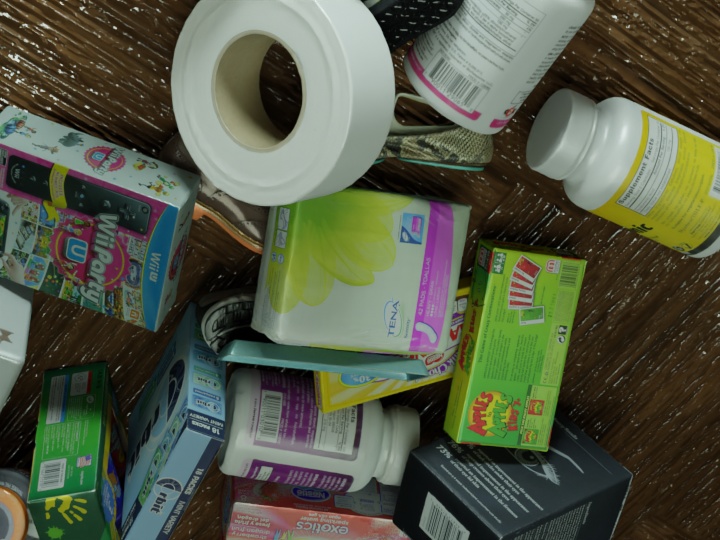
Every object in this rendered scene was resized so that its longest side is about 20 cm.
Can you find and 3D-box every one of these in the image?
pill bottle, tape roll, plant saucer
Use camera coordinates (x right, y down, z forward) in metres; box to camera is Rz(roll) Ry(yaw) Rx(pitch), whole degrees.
[{"bbox_3d":[0.136,-0.230,1.490,0.113,0.114,0.200,27,119,-21],"label":"pill bottle"},{"bbox_3d":[-0.069,-0.160,1.477,0.201,0.071,0.204,7,103,34],"label":"tape roll"},{"bbox_3d":[0.261,-0.097,1.596,0.199,0.112,0.112,23,120,-19],"label":"pill bottle"},{"bbox_3d":[-0.043,0.170,1.755,0.198,0.113,0.113,10,124,-11],"label":"pill bottle"},{"bbox_3d":[-0.036,0.087,1.626,0.198,0.070,0.019,6,81,-14],"label":"plant saucer"},{"bbox_3d":[-0.364,0.255,1.725,0.105,0.200,0.107,0,84,-4],"label":"pill bottle"}]

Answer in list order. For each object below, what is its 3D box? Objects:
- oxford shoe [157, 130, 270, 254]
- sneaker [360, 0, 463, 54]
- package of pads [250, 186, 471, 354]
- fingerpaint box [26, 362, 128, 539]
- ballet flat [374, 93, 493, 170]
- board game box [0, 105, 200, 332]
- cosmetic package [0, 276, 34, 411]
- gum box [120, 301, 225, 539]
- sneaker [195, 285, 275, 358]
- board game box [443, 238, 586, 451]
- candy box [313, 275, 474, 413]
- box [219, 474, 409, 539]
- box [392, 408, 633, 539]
[{"bbox_3d":[-0.102,-0.070,1.609,0.199,0.071,0.073,23,116,-19],"label":"oxford shoe"},{"bbox_3d":[0.020,-0.245,1.503,0.199,0.083,0.072,-17,147,36],"label":"sneaker"},{"bbox_3d":[0.000,0.000,1.607,0.198,0.068,0.156,7,96,-27],"label":"package of pads"},{"bbox_3d":[-0.276,0.223,1.717,0.073,0.201,0.168,-9,125,1],"label":"fingerpaint box"},{"bbox_3d":[0.028,-0.130,1.589,0.198,0.068,0.076,-3,104,-8],"label":"ballet flat"},{"bbox_3d":[-0.262,-0.047,1.579,0.198,0.064,0.148,19,124,4],"label":"board game box"},{"bbox_3d":[-0.427,0.083,1.628,0.166,0.167,0.201,21,122,-19],"label":"cosmetic package"},{"bbox_3d":[-0.186,0.158,1.680,0.044,0.201,0.171,20,122,-18],"label":"gum box"},{"bbox_3d":[-0.073,0.045,1.697,0.199,0.079,0.075,4,107,-27],"label":"sneaker"},{"bbox_3d":[0.154,0.076,1.695,0.101,0.048,0.202,7,101,-16],"label":"board game box"},{"bbox_3d":[0.046,0.073,1.705,0.198,0.026,0.103,-15,122,-18],"label":"candy box"},{"bbox_3d":[-0.049,0.262,1.825,0.198,0.103,0.095,8,124,-11],"label":"box"},{"bbox_3d":[0.158,0.236,1.746,0.199,0.148,0.105,-16,133,-36],"label":"box"}]
